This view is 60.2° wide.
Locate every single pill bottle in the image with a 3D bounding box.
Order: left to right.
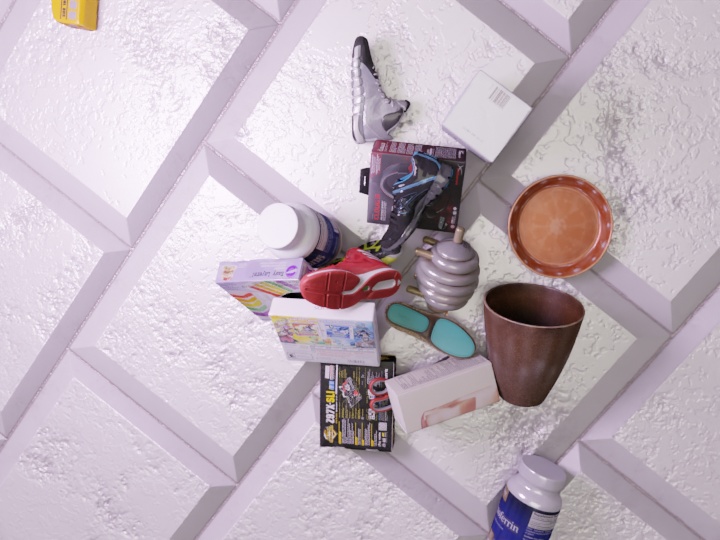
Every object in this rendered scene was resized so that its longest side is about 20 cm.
[{"bbox_3d":[-0.116,-0.068,1.189,0.110,0.200,0.112,-2,83,18],"label":"pill bottle"},{"bbox_3d":[0.342,0.490,1.269,0.115,0.116,0.202,17,100,5],"label":"pill bottle"}]

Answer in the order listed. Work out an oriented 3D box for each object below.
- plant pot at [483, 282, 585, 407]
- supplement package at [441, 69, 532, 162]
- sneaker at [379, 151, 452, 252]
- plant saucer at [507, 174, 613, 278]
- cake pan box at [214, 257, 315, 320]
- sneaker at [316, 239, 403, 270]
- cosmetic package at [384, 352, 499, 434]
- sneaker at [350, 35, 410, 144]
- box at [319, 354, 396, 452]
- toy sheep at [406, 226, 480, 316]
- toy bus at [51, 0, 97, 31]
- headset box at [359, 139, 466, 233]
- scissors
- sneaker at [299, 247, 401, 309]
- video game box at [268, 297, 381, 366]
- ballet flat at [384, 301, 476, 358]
[{"bbox_3d":[0.322,0.153,1.201,0.185,0.187,0.202,4,114,7],"label":"plant pot"},{"bbox_3d":[0.221,-0.272,1.121,0.113,0.200,0.110,37,103,0],"label":"supplement package"},{"bbox_3d":[0.085,-0.125,1.142,0.082,0.073,0.201,32,110,-5],"label":"sneaker"},{"bbox_3d":[0.388,-0.086,1.214,0.198,0.032,0.202,1,98,7],"label":"plant saucer"},{"bbox_3d":[-0.151,0.041,1.214,0.198,0.184,0.053,-2,63,23],"label":"cake pan box"},{"bbox_3d":[0.000,0.000,1.268,0.199,0.076,0.077,-23,110,17],"label":"sneaker"},{"bbox_3d":[0.161,0.239,1.231,0.198,0.103,0.088,-16,100,-8],"label":"cosmetic package"},{"bbox_3d":[0.040,-0.348,1.205,0.114,0.075,0.202,1,109,3],"label":"sneaker"},{"bbox_3d":[-0.006,0.278,1.316,0.158,0.049,0.202,2,99,10],"label":"box"},{"bbox_3d":[0.168,0.002,1.207,0.137,0.138,0.201,13,129,5],"label":"toy sheep"},{"bbox_3d":[-0.572,-0.595,1.246,0.078,0.065,0.202,10,100,6],"label":"toy bus"},{"bbox_3d":[0.096,-0.163,1.197,0.198,0.075,0.150,8,121,6],"label":"headset box"},{"bbox_3d":[0.108,0.232,1.279,0.198,0.014,0.074,-18,100,-10],"label":"scissors"},{"bbox_3d":[-0.034,0.011,1.160,0.198,0.116,0.079,0,114,-28],"label":"sneaker"},{"bbox_3d":[-0.064,0.123,1.217,0.198,0.183,0.047,3,57,8],"label":"video game box"},{"bbox_3d":[0.141,0.118,1.263,0.199,0.065,0.071,29,86,2],"label":"ballet flat"}]
